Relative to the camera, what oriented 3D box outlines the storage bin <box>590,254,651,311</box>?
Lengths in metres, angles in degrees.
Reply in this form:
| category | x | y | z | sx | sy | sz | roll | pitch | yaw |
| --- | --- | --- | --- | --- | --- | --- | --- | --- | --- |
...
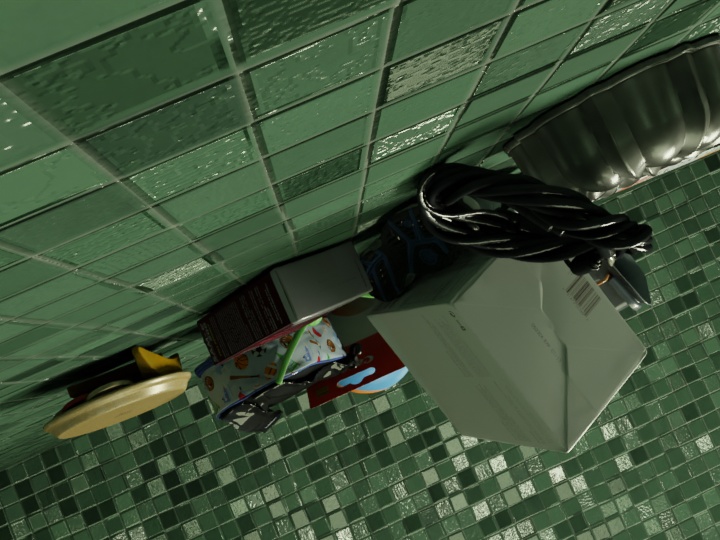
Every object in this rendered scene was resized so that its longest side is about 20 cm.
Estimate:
| category | x | y | z | sx | sy | sz | roll | pitch | yaw |
| --- | --- | --- | --- | --- | --- | --- | --- | --- | --- |
| storage bin | 0.271 | -0.003 | 1.081 | 0.134 | 0.200 | 0.146 | -40 | -169 | 26 |

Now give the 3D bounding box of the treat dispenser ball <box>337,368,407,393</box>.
| category | x | y | z | sx | sy | sz | roll | pitch | yaw |
| --- | --- | --- | --- | --- | --- | --- | --- | --- | --- |
| treat dispenser ball | 0.009 | 0.127 | 1.509 | 0.200 | 0.202 | 0.201 | -24 | 175 | -2 |

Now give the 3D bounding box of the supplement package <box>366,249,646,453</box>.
| category | x | y | z | sx | sy | sz | roll | pitch | yaw |
| --- | --- | --- | --- | --- | --- | --- | --- | --- | --- |
| supplement package | 0.148 | 0.066 | 0.860 | 0.147 | 0.192 | 0.200 | -43 | -170 | -21 |

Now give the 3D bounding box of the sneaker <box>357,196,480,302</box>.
| category | x | y | z | sx | sy | sz | roll | pitch | yaw |
| --- | --- | --- | --- | --- | --- | --- | --- | --- | --- |
| sneaker | 0.060 | -0.037 | 0.828 | 0.077 | 0.076 | 0.200 | -49 | -171 | -32 |

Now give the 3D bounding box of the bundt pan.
| category | x | y | z | sx | sy | sz | roll | pitch | yaw |
| --- | --- | --- | --- | --- | --- | --- | --- | --- | --- |
| bundt pan | 0.228 | -0.113 | 0.684 | 0.201 | 0.076 | 0.202 | -25 | 175 | -2 |

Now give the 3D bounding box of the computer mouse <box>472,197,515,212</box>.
| category | x | y | z | sx | sy | sz | roll | pitch | yaw |
| --- | --- | --- | --- | --- | --- | --- | --- | --- | --- |
| computer mouse | 0.162 | -0.085 | 0.884 | 0.109 | 0.044 | 0.200 | -21 | -176 | 36 |

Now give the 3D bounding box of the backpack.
| category | x | y | z | sx | sy | sz | roll | pitch | yaw |
| --- | --- | --- | --- | --- | --- | --- | --- | --- | --- |
| backpack | -0.128 | 0.124 | 1.104 | 0.199 | 0.155 | 0.190 | -37 | 174 | 17 |

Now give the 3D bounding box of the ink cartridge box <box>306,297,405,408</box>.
| category | x | y | z | sx | sy | sz | roll | pitch | yaw |
| --- | --- | --- | --- | --- | --- | --- | --- | --- | --- |
| ink cartridge box | -0.030 | 0.098 | 1.231 | 0.161 | 0.050 | 0.201 | -24 | -145 | 4 |

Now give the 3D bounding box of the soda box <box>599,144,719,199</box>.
| category | x | y | z | sx | sy | sz | roll | pitch | yaw |
| --- | --- | --- | --- | --- | --- | --- | --- | --- | --- |
| soda box | 0.332 | -0.144 | 0.875 | 0.199 | 0.069 | 0.064 | -23 | 176 | -2 |

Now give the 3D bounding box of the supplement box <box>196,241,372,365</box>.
| category | x | y | z | sx | sy | sz | roll | pitch | yaw |
| --- | --- | --- | --- | --- | --- | --- | --- | --- | --- |
| supplement box | -0.089 | 0.040 | 0.893 | 0.108 | 0.061 | 0.200 | -21 | 174 | -39 |

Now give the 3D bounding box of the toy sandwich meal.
| category | x | y | z | sx | sy | sz | roll | pitch | yaw |
| --- | --- | --- | --- | --- | --- | --- | --- | --- | --- |
| toy sandwich meal | -0.302 | 0.144 | 1.002 | 0.204 | 0.071 | 0.205 | -22 | 171 | -4 |

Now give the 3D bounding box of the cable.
| category | x | y | z | sx | sy | sz | roll | pitch | yaw |
| --- | --- | --- | --- | --- | --- | --- | --- | --- | --- |
| cable | 0.139 | -0.037 | 0.669 | 0.199 | 0.051 | 0.163 | 20 | 174 | -21 |

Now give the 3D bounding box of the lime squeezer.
| category | x | y | z | sx | sy | sz | roll | pitch | yaw |
| --- | --- | --- | --- | --- | --- | --- | --- | --- | --- |
| lime squeezer | -0.042 | 0.056 | 1.005 | 0.199 | 0.071 | 0.038 | -35 | -157 | -22 |
